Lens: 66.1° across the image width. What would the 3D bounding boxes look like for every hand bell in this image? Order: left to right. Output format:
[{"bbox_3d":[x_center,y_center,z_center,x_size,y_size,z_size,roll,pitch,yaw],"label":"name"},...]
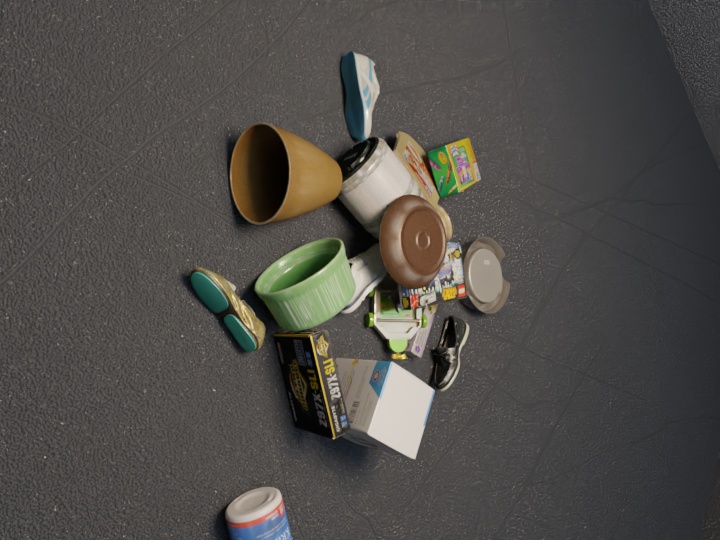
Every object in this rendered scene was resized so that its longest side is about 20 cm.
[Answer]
[{"bbox_3d":[0.122,-0.078,1.371,0.197,0.103,0.107,-28,102,-23],"label":"hand bell"}]

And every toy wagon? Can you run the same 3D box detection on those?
[{"bbox_3d":[0.085,0.107,1.316,0.151,0.039,0.207,3,84,-20],"label":"toy wagon"}]

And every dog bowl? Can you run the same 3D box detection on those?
[{"bbox_3d":[0.330,0.015,1.524,0.196,0.058,0.207,5,82,-38],"label":"dog bowl"}]

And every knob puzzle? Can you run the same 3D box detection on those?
[{"bbox_3d":[0.138,-0.255,1.380,0.219,0.030,0.224,42,33,-35],"label":"knob puzzle"}]

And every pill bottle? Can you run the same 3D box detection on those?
[{"bbox_3d":[-0.179,0.529,1.039,0.110,0.111,0.206,-17,96,-37],"label":"pill bottle"}]

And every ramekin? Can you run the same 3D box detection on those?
[{"bbox_3d":[-0.103,0.030,1.103,0.199,0.197,0.100,-42,117,-32],"label":"ramekin"}]

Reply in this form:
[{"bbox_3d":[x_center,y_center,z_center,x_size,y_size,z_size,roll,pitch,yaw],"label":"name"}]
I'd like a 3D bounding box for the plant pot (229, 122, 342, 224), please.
[{"bbox_3d":[-0.134,-0.191,1.125,0.197,0.183,0.193,-7,89,-49],"label":"plant pot"}]

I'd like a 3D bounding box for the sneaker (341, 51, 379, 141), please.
[{"bbox_3d":[0.009,-0.410,1.309,0.079,0.075,0.207,-3,89,-39],"label":"sneaker"}]

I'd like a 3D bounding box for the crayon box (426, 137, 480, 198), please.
[{"bbox_3d":[0.249,-0.273,1.451,0.199,0.057,0.122,-32,106,-57],"label":"crayon box"}]

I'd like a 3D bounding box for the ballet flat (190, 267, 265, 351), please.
[{"bbox_3d":[-0.251,0.066,1.068,0.071,0.070,0.202,-46,112,-31],"label":"ballet flat"}]

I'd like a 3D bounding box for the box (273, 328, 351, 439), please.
[{"bbox_3d":[-0.100,0.220,1.104,0.048,0.158,0.206,-16,95,-37],"label":"box"}]

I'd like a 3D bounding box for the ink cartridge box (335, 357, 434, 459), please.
[{"bbox_3d":[0.026,0.286,1.168,0.145,0.197,0.150,35,65,-30],"label":"ink cartridge box"}]

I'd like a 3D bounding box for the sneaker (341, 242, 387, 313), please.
[{"bbox_3d":[0.000,0.000,1.249,0.201,0.075,0.081,-53,127,-30],"label":"sneaker"}]

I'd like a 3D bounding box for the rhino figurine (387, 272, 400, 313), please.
[{"bbox_3d":[0.109,0.000,1.291,0.085,0.060,0.206,18,73,-17],"label":"rhino figurine"}]

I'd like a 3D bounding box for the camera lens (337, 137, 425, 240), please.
[{"bbox_3d":[0.039,-0.183,1.253,0.200,0.158,0.162,46,60,-24],"label":"camera lens"}]

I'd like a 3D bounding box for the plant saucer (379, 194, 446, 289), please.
[{"bbox_3d":[0.125,-0.063,1.192,0.196,0.036,0.207,3,86,-39],"label":"plant saucer"}]

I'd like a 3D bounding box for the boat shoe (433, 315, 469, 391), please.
[{"bbox_3d":[0.219,0.204,1.408,0.066,0.074,0.203,40,62,-24],"label":"boat shoe"}]

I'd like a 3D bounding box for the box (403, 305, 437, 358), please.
[{"bbox_3d":[0.158,0.118,1.390,0.038,0.041,0.204,33,67,-30],"label":"box"}]

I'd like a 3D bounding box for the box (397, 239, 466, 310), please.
[{"bbox_3d":[0.164,0.007,1.271,0.196,0.039,0.142,-9,93,-41],"label":"box"}]
